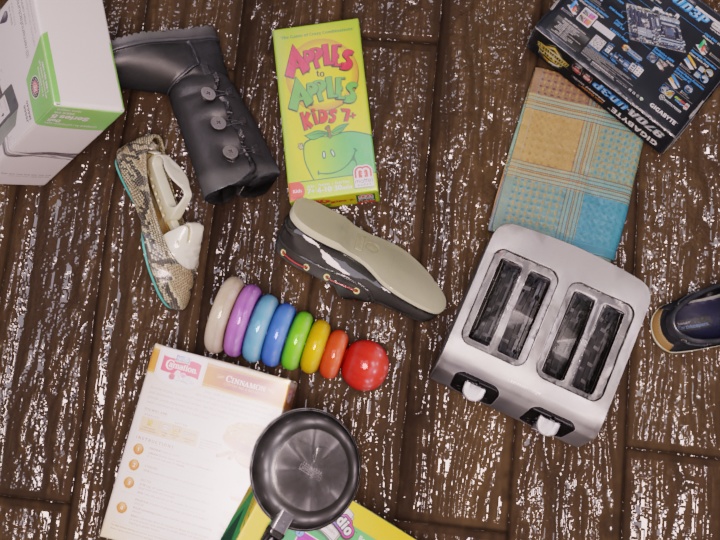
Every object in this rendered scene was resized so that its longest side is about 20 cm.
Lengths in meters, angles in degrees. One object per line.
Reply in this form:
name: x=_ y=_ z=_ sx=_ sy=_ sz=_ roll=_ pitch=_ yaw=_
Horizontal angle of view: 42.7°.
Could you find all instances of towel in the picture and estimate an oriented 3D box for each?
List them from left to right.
towel: x=0.237 y=-0.117 z=1.034 sx=0.144 sy=0.022 sz=0.203 roll=16 pitch=79 yaw=5

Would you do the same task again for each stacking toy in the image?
stacking toy: x=-0.064 y=0.078 z=0.989 sx=0.197 sy=0.085 sz=0.087 roll=20 pitch=81 yaw=3

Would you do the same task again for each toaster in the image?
toaster: x=0.189 y=0.061 z=0.954 sx=0.178 sy=0.119 sz=0.203 roll=24 pitch=82 yaw=7

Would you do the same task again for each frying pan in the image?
frying pan: x=-0.077 y=0.212 z=0.869 sx=0.189 sy=0.031 sz=0.116 roll=-38 pitch=95 yaw=-23

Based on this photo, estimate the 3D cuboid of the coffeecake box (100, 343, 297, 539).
coffeecake box: x=-0.166 y=0.196 z=0.973 sx=0.151 sy=0.073 sz=0.204 roll=14 pitch=81 yaw=4

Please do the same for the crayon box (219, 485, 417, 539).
crayon box: x=-0.047 y=0.308 z=0.914 sx=0.199 sy=0.058 sz=0.174 roll=34 pitch=74 yaw=-14

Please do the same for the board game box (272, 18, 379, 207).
board game box: x=-0.039 y=-0.176 z=1.046 sx=0.100 sy=0.048 sz=0.204 roll=-7 pitch=80 yaw=2

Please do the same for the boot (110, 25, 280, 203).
boot: x=-0.198 y=-0.165 z=1.026 sx=0.163 sy=0.066 sz=0.203 roll=-19 pitch=81 yaw=-23

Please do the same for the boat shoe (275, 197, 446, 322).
boat shoe: x=0.001 y=-0.001 z=1.008 sx=0.199 sy=0.074 sz=0.064 roll=30 pitch=123 yaw=-3

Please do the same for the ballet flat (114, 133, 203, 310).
ballet flat: x=-0.214 y=-0.061 z=1.022 sx=0.074 sy=0.068 sz=0.203 roll=-26 pitch=76 yaw=22

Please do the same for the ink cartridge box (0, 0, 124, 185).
ink cartridge box: x=-0.349 y=-0.197 z=0.994 sx=0.199 sy=0.083 sz=0.148 roll=-26 pitch=74 yaw=43

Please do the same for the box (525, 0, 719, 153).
box: x=0.310 y=-0.254 z=1.029 sx=0.199 sy=0.046 sz=0.159 roll=40 pitch=75 yaw=9

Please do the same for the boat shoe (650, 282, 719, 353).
boat shoe: x=0.407 y=0.040 z=0.974 sx=0.196 sy=0.062 sz=0.076 roll=-14 pitch=77 yaw=-1
